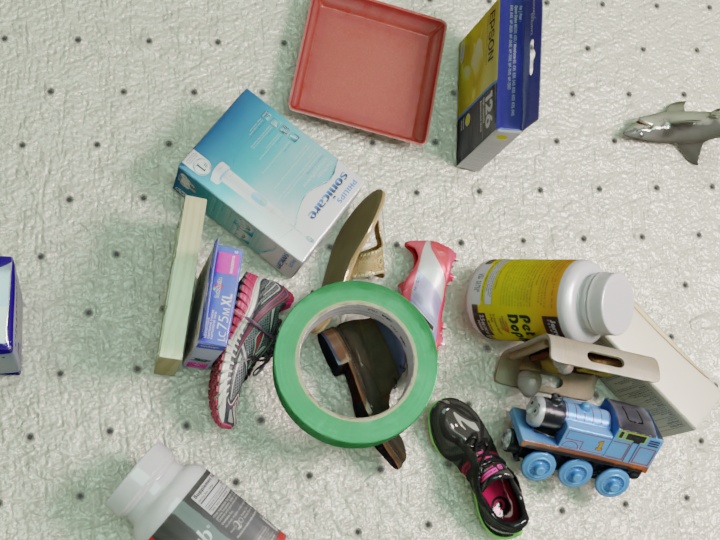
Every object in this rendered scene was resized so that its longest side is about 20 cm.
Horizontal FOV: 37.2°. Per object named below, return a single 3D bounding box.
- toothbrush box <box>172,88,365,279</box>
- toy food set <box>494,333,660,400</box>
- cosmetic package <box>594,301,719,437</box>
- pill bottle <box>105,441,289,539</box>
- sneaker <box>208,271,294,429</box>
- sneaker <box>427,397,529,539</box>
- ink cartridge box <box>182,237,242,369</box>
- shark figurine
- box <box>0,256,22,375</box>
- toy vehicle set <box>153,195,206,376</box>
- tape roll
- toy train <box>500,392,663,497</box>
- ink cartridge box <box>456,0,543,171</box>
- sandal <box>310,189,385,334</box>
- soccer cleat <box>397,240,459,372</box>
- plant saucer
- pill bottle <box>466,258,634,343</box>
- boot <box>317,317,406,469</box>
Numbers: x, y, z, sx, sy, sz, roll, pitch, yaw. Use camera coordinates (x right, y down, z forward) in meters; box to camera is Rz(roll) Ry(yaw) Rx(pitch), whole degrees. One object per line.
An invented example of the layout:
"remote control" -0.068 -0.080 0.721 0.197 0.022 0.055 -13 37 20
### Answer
"toothbrush box" -0.119 -0.111 1.390 0.200 0.085 0.146 37 69 -2
"toy food set" 0.270 0.134 1.360 0.143 0.200 0.060 12 76 -10
"cosmetic package" 0.376 0.126 1.442 0.200 0.104 0.073 46 69 0
"pill bottle" -0.190 0.299 1.244 0.200 0.116 0.116 40 70 -1
"sneaker" -0.139 0.101 1.331 0.075 0.081 0.200 19 71 -11
"sneaker" 0.158 0.246 1.363 0.077 0.084 0.200 -31 84 -20
"ink cartridge box" -0.175 0.044 1.272 0.042 0.200 0.119 11 73 -10
"shark figurine" 0.508 -0.191 1.565 0.128 0.214 0.090 -36 127 -48
"box" -0.476 0.054 1.193 0.184 0.200 0.105 1 76 -14
"toy vehicle set" -0.221 0.021 1.308 0.026 0.124 0.200 10 73 -11
"tape roll" -0.007 0.114 1.304 0.200 0.048 0.201 2 72 -6
"toy train" 0.284 0.218 1.381 0.200 0.087 0.114 15 116 -12
"ink cartridge box" 0.184 -0.260 1.447 0.047 0.200 0.198 8 73 -13
"sandal" -0.003 0.000 1.407 0.070 0.078 0.212 36 71 -25
"soccer cleat" 0.078 0.054 1.409 0.076 0.067 0.200 14 70 -2
"plant saucer" 0.009 -0.282 1.496 0.199 0.037 0.200 14 71 -10
"pill bottle" 0.243 0.040 1.371 0.109 0.200 0.109 -1 91 -46
"boot" 0.032 0.147 1.364 0.097 0.075 0.200 -25 81 -16
